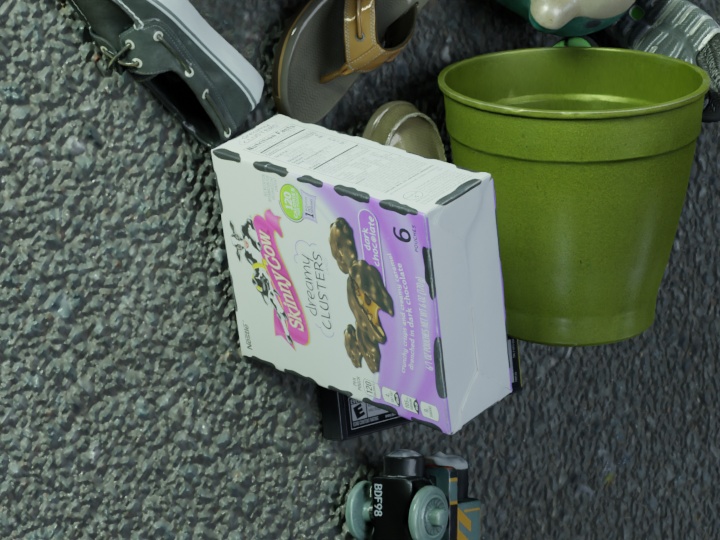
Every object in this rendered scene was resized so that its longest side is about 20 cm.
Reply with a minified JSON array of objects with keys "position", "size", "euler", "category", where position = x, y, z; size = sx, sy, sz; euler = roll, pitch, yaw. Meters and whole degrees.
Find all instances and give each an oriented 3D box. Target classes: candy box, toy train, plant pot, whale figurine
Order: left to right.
[{"position":[0.000,0.000,1.511],"size":[0.072,0.200,0.168],"euler":[-32,126,-38],"category":"candy box"},{"position":[0.046,0.232,1.672],"size":[0.114,0.085,0.200],"euler":[0,89,-56],"category":"toy train"},{"position":[0.123,-0.242,1.726],"size":[0.200,0.104,0.159],"euler":[1,60,-24],"category":"whale figurine"},{"position":[0.159,-0.052,1.672],"size":[0.200,0.200,0.193],"euler":[-20,116,-42],"category":"plant pot"}]

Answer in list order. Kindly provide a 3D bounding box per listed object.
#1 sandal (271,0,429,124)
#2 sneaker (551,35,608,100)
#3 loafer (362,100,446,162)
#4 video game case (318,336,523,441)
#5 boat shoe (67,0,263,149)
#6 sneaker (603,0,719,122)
[{"position":[0.015,-0.181,1.599],"size":[0.200,0.055,0.082],"euler":[-42,134,-5],"category":"sandal"},{"position":[0.204,-0.128,1.822],"size":[0.200,0.077,0.084],"euler":[53,51,-43],"category":"sneaker"},{"position":[0.049,-0.026,1.636],"size":[0.076,0.067,0.200],"euler":[-18,103,-42],"category":"loafer"},{"position":[0.042,0.021,1.695],"size":[0.200,0.025,0.181],"euler":[-12,100,-42],"category":"video game case"},{"position":[-0.139,-0.150,1.486],"size":[0.200,0.069,0.057],"euler":[39,66,-40],"category":"boat shoe"},{"position":[0.260,-0.178,1.802],"size":[0.075,0.200,0.115],"euler":[-46,142,13],"category":"sneaker"}]
